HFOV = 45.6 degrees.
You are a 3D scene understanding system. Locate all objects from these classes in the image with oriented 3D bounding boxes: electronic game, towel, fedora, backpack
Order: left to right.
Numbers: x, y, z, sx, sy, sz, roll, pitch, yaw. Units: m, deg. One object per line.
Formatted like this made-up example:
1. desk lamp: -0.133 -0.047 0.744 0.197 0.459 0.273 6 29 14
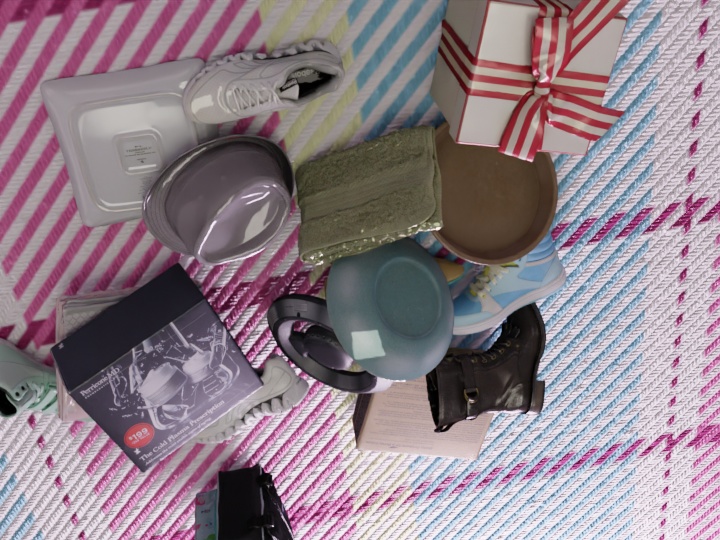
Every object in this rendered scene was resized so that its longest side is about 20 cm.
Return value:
1. towel: -0.311 0.110 1.170 0.200 0.032 0.191 -8 122 -29
2. fedora: -0.163 -0.072 1.065 0.200 0.090 0.177 -34 136 0
3. backpack: -0.172 0.425 1.335 0.150 0.178 0.200 -19 132 6
4. electronic game: -0.041 0.104 1.185 0.200 0.042 0.200 22 147 15
5. towel: 0.007 -0.095 1.056 0.200 0.149 0.036 -16 154 24

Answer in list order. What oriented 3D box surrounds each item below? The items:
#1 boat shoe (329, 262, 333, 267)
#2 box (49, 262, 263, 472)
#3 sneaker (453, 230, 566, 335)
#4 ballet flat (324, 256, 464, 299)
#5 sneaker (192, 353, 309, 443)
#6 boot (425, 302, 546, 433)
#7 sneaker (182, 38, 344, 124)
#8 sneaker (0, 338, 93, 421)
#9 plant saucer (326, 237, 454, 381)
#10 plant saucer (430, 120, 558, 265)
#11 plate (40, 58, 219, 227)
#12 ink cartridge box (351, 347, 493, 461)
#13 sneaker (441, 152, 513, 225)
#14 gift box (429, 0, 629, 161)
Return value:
1. boat shoe: 0.000 0.000 1.138 0.063 0.073 0.200 -24 90 46
2. box: -0.262 0.128 1.122 0.200 0.104 0.182 -36 131 -10
3. sneaker: 0.185 -0.002 1.190 0.200 0.080 0.131 -27 124 -10
4. ballet flat: 0.044 0.009 1.189 0.199 0.069 0.063 -18 108 1
5. sneaker: -0.173 0.185 1.245 0.200 0.075 0.081 -29 105 18
6. boot: 0.172 0.126 1.217 0.174 0.069 0.201 0 80 -17
7. sneaker: -0.113 -0.217 1.010 0.199 0.081 0.075 -19 124 -4
8. sneaker: -0.446 0.182 1.179 0.200 0.118 0.074 34 109 -26
9. plant saucer: 0.052 0.039 1.094 0.201 0.201 0.039 30 151 -24
10. plant saucer: 0.160 -0.106 1.096 0.199 0.029 0.201 1 87 -18
11. plate: -0.272 -0.149 1.062 0.199 0.032 0.200 -10 122 -4
12. ink cartridge box: 0.101 0.198 1.302 0.199 0.075 0.165 8 120 -15
13. sneaker: 0.129 -0.112 1.127 0.199 0.077 0.085 9 104 -19
14. gift box: 0.201 -0.245 0.991 0.199 0.187 0.185 0 121 -8
